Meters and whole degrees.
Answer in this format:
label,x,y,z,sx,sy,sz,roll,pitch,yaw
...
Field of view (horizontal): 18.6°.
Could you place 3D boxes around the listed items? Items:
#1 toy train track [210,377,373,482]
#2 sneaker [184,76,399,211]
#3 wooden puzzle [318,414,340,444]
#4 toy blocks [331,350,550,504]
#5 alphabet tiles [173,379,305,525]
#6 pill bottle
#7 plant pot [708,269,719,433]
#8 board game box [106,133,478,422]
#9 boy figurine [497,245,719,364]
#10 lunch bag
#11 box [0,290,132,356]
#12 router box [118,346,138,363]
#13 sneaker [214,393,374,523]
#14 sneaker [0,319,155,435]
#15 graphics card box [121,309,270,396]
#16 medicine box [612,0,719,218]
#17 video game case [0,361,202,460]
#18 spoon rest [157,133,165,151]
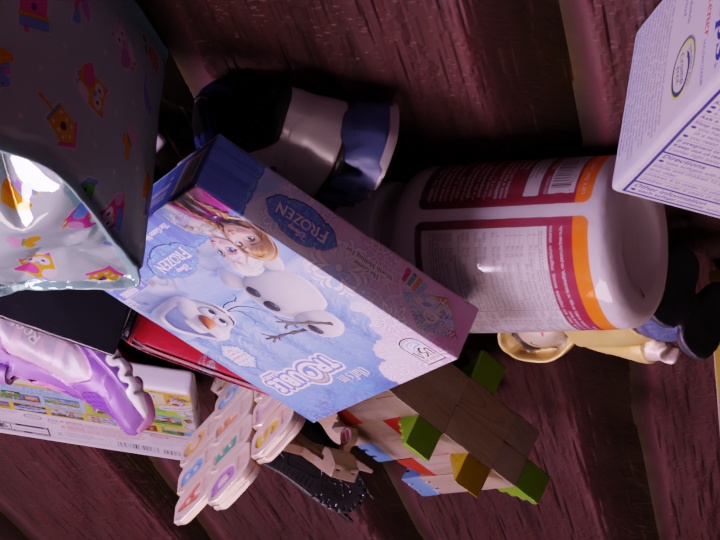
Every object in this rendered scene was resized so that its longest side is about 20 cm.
label,x,y,z,sx,sy,sz,roll,pitch,yaw
toy train track,-0.057,0.112,1.700,0.114,0.033,0.200,18,-174,-34
sneaker,-0.065,-0.070,1.406,0.115,0.081,0.199,22,149,-17
wooden puzzle,-0.007,0.080,1.785,0.184,0.037,0.200,-8,146,37
toy blocks,0.036,0.109,1.692,0.200,0.100,0.136,38,154,-22
alphabet tiles,-0.075,0.094,1.625,0.015,0.200,0.196,36,110,-17
pill bottle,0.087,-0.015,1.409,0.199,0.110,0.110,-2,155,29
plant pot,0.353,0.113,1.511,0.175,0.201,0.200,-10,152,19
board game box,-0.057,0.012,1.402,0.198,0.044,0.200,32,152,-16
boy figurine,0.161,0.023,1.510,0.124,0.065,0.200,43,154,-24
lunch bag,-0.194,-0.100,1.253,0.121,0.171,0.200,-4,154,14
box,-0.260,-0.022,1.519,0.199,0.079,0.141,21,-177,-20
router box,-0.307,0.078,1.890,0.199,0.049,0.180,0,155,24
sneaker,-0.059,0.155,1.933,0.200,0.060,0.104,43,177,-15
sneaker,-0.241,0.060,1.654,0.200,0.088,0.081,44,170,6
graphics card box,-0.126,0.040,1.619,0.125,0.051,0.200,21,179,-18
medicine box,0.253,-0.098,1.145,0.181,0.104,0.200,15,157,-10
video game case,-0.232,0.109,1.839,0.199,0.023,0.182,9,157,3
spoon rest,-0.139,-0.033,1.517,0.099,0.061,0.200,38,167,27
